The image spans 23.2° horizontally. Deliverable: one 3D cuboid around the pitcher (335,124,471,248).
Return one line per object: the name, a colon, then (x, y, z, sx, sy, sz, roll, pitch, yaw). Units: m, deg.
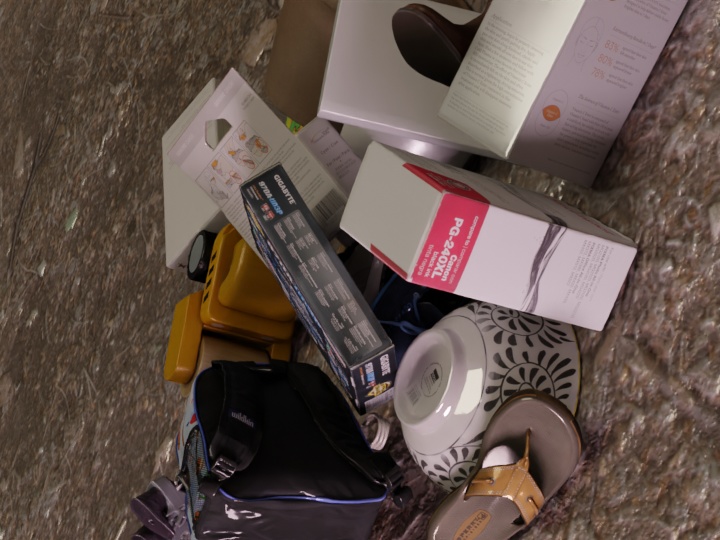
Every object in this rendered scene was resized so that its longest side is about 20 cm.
pitcher: (0.044, -0.094, 1.706, 0.172, 0.121, 0.200, 51, 119, 13)

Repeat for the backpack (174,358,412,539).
backpack: (-0.080, 0.172, 1.585, 0.191, 0.199, 0.154, -107, 35, -45)

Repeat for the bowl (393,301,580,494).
bowl: (0.090, 0.104, 1.515, 0.201, 0.094, 0.201, -38, 42, 44)

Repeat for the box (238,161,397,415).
box: (-0.036, 0.020, 1.570, 0.200, 0.046, 0.159, 58, 172, 18)

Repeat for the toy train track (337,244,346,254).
toy train track: (-0.005, -0.019, 1.816, 0.115, 0.032, 0.201, -20, 50, 63)

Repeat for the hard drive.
hard drive: (0.068, -0.182, 1.620, 0.027, 0.199, 0.132, 129, 153, -72)

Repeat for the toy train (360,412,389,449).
toy train: (-0.008, 0.236, 1.649, 0.150, 0.055, 0.201, -3, 71, 53)

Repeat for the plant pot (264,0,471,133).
plant pot: (-0.009, -0.231, 1.783, 0.175, 0.200, 0.200, -61, 30, 21)

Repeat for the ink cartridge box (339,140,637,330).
ink cartridge box: (0.106, -0.028, 1.461, 0.145, 0.199, 0.084, 39, 111, 59)

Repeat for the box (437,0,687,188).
box: (0.175, -0.189, 1.494, 0.097, 0.124, 0.201, 37, 106, 41)

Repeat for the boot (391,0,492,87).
boot: (0.118, -0.252, 1.565, 0.064, 0.186, 0.201, 13, 71, 38)

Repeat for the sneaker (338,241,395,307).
sneaker: (0.000, 0.000, 1.678, 0.074, 0.079, 0.201, -43, -23, -51)

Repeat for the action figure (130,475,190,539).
action figure: (-0.152, 0.199, 1.737, 0.200, 0.069, 0.130, -51, -9, -41)

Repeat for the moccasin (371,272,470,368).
moccasin: (0.065, 0.027, 1.619, 0.068, 0.080, 0.200, 52, 123, 41)

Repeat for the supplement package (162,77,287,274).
supplement package: (-0.146, -0.094, 2.002, 0.121, 0.119, 0.201, -43, 39, 37)

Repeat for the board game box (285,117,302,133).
board game box: (-0.041, -0.147, 1.910, 0.102, 0.048, 0.201, -32, 40, 48)

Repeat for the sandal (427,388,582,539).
sandal: (0.113, 0.181, 1.433, 0.200, 0.082, 0.055, -54, 7, 32)

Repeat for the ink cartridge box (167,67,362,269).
ink cartridge box: (-0.085, -0.096, 1.684, 0.045, 0.176, 0.200, -41, 0, -32)

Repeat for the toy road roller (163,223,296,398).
toy road roller: (-0.119, 0.041, 1.852, 0.146, 0.122, 0.201, 153, 129, -64)
